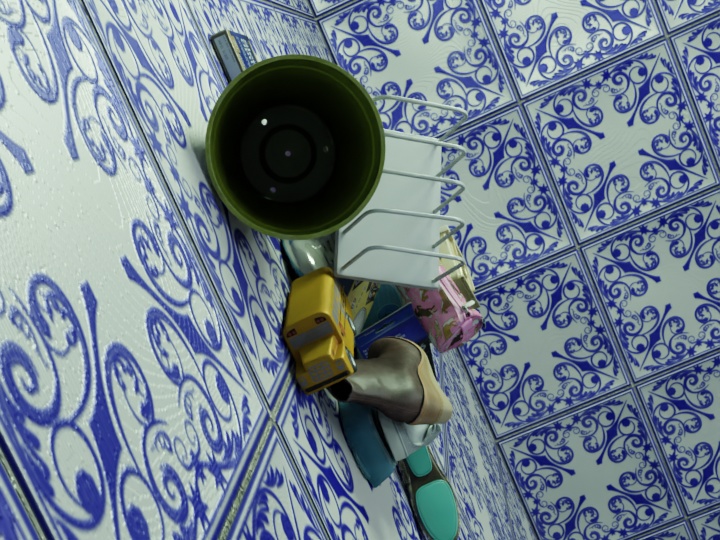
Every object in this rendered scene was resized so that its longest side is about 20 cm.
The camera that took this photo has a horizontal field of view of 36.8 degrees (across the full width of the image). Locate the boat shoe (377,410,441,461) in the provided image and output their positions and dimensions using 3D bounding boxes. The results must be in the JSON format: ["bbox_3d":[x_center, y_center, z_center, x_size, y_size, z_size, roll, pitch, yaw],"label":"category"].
[{"bbox_3d":[0.071,0.200,1.423,0.201,0.071,0.071,17,50,-80],"label":"boat shoe"}]

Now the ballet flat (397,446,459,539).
[{"bbox_3d":[0.094,0.316,1.613,0.075,0.067,0.202,108,-38,-70],"label":"ballet flat"}]

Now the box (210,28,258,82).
[{"bbox_3d":[-0.169,-0.296,1.626,0.200,0.032,0.122,-69,136,-81],"label":"box"}]

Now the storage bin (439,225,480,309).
[{"bbox_3d":[0.088,0.035,1.837,0.199,0.198,0.095,51,19,-65],"label":"storage bin"}]

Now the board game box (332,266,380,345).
[{"bbox_3d":[0.000,0.000,1.450,0.202,0.034,0.135,-67,164,-6],"label":"board game box"}]

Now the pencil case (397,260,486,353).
[{"bbox_3d":[0.095,0.017,1.534,0.201,0.086,0.083,57,17,21],"label":"pencil case"}]

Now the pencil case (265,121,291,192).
[{"bbox_3d":[-0.097,-0.162,1.485,0.200,0.083,0.087,-93,178,-69],"label":"pencil case"}]

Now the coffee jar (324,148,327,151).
[{"bbox_3d":[-0.075,-0.178,1.741,0.200,0.084,0.105,-23,93,-84],"label":"coffee jar"}]

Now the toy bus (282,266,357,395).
[{"bbox_3d":[-0.048,0.069,1.278,0.200,0.064,0.079,-91,156,-71],"label":"toy bus"}]

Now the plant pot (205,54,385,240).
[{"bbox_3d":[-0.080,-0.140,1.277,0.193,0.199,0.202,-151,-143,-83],"label":"plant pot"}]

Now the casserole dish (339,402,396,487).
[{"bbox_3d":[0.010,0.195,1.429,0.201,0.038,0.122,-96,162,-63],"label":"casserole dish"}]

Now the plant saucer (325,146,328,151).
[{"bbox_3d":[-0.005,-0.159,1.538,0.202,0.048,0.200,65,7,16],"label":"plant saucer"}]

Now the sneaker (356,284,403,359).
[{"bbox_3d":[0.012,0.057,1.616,0.131,0.079,0.202,-109,-164,-46],"label":"sneaker"}]

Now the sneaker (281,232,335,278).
[{"bbox_3d":[-0.057,-0.036,1.467,0.201,0.080,0.077,-97,164,-60],"label":"sneaker"}]

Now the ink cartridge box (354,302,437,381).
[{"bbox_3d":[0.055,0.138,1.547,0.039,0.099,0.201,51,-13,38],"label":"ink cartridge box"}]

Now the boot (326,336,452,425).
[{"bbox_3d":[0.013,0.123,1.362,0.165,0.073,0.200,18,14,-31],"label":"boot"}]

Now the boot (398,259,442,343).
[{"bbox_3d":[0.068,0.036,1.692,0.073,0.199,0.157,-45,123,-35],"label":"boot"}]

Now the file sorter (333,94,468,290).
[{"bbox_3d":[0.054,-0.095,1.329,0.124,0.137,0.203,145,-51,-66],"label":"file sorter"}]
